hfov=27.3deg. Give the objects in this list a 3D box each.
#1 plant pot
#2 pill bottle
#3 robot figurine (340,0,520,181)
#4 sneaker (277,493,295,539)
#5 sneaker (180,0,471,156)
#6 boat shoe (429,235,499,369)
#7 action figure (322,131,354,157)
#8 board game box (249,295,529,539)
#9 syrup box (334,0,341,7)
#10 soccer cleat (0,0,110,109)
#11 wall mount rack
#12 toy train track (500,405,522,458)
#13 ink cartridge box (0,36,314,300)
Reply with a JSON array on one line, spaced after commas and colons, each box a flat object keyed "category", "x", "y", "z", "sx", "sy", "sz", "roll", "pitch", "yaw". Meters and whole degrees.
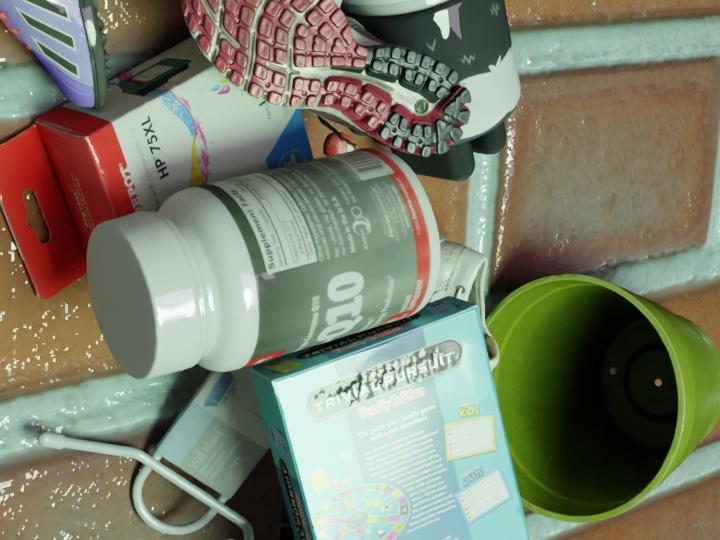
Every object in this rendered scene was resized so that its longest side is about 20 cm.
[{"category": "plant pot", "x": 0.224, "y": 0.103, "z": 1.283, "sx": 0.192, "sy": 0.199, "sz": 0.202, "roll": -1, "pitch": 104, "yaw": -55}, {"category": "pill bottle", "x": -0.059, "y": -0.003, "z": 0.919, "sx": 0.199, "sy": 0.114, "sz": 0.115, "roll": -16, "pitch": 114, "yaw": -31}, {"category": "robot figurine", "x": 0.045, "y": -0.166, "z": 1.062, "sx": 0.124, "sy": 0.151, "sz": 0.201, "roll": -11, "pitch": 120, "yaw": 8}, {"category": "sneaker", "x": -0.055, "y": 0.228, "z": 1.043, "sx": 0.146, "sy": 0.077, "sz": 0.204, "roll": -6, "pitch": 86, "yaw": -46}, {"category": "sneaker", "x": -0.028, "y": -0.129, "z": 0.943, "sx": 0.199, "sy": 0.075, "sz": 0.081, "roll": 28, "pitch": 89, "yaw": -24}, {"category": "boat shoe", "x": 0.076, "y": 0.069, "z": 1.185, "sx": 0.071, "sy": 0.069, "sz": 0.201, "roll": -46, "pitch": 141, "yaw": -44}, {"category": "action figure", "x": 0.000, "y": 0.000, "z": 1.063, "sx": 0.098, "sy": 0.065, "sz": 0.202, "roll": -5, "pitch": 106, "yaw": -24}, {"category": "board game box", "x": 0.025, "y": 0.137, "z": 0.982, "sx": 0.150, "sy": 0.047, "sz": 0.202, "roll": -19, "pitch": 104, "yaw": -20}, {"category": "syrup box", "x": -0.038, "y": -0.275, "z": 0.975, "sx": 0.078, "sy": 0.081, "sz": 0.202, "roll": 15, "pitch": 91, "yaw": -43}, {"category": "soccer cleat", "x": -0.204, "y": -0.181, "z": 0.868, "sx": 0.073, "sy": 0.068, "sz": 0.201, "roll": -25, "pitch": 121, "yaw": -16}, {"category": "wall mount rack", "x": -0.110, "y": 0.100, "z": 1.004, "sx": 0.173, "sy": 0.075, "sz": 0.201, "roll": 34, "pitch": 102, "yaw": -15}, {"category": "toy train track", "x": 0.140, "y": 0.183, "z": 1.324, "sx": 0.199, "sy": 0.032, "sz": 0.116, "roll": 13, "pitch": 94, "yaw": -46}, {"category": "ink cartridge box", "x": -0.131, "y": -0.067, "z": 0.963, "sx": 0.199, "sy": 0.067, "sz": 0.117, "roll": -35, "pitch": 124, "yaw": -30}]
